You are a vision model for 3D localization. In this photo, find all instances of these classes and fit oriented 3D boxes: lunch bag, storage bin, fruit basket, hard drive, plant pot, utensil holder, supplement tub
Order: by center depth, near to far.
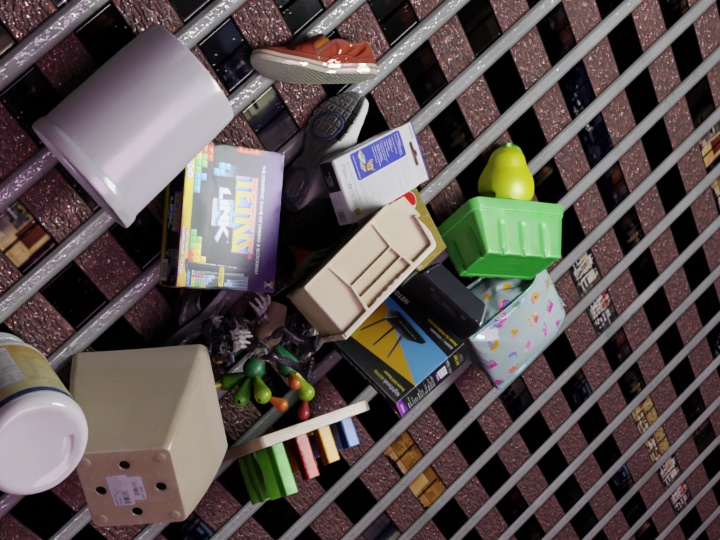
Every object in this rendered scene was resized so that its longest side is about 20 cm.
[{"bbox_3d":[-0.283,-0.184,1.425,0.200,0.169,0.171,-45,133,-12],"label":"utensil holder"},{"bbox_3d":[-0.453,0.181,1.471,0.143,0.200,0.146,-18,124,-28],"label":"supplement tub"},{"bbox_3d":[-0.305,0.244,1.582,0.196,0.178,0.202,-5,123,3],"label":"plant pot"},{"bbox_3d":[0.000,0.000,1.642,0.198,0.200,0.094,-44,93,-11],"label":"storage bin"},{"bbox_3d":[0.136,0.051,1.826,0.042,0.135,0.200,-47,179,-14],"label":"hard drive"},{"bbox_3d":[0.237,-0.101,1.911,0.213,0.218,0.155,-8,159,-34],"label":"fruit basket"},{"bbox_3d":[0.269,0.080,2.030,0.199,0.122,0.171,-39,131,-5],"label":"lunch bag"}]

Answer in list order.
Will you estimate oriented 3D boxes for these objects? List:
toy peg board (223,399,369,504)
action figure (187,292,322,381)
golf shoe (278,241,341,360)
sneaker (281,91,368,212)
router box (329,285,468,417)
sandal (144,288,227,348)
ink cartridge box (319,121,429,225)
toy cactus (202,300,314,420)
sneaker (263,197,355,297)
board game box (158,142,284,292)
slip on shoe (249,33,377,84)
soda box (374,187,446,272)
[{"bbox_3d":[-0.098,0.296,1.802,0.197,0.199,0.099,-15,83,-30],"label":"toy peg board"},{"bbox_3d":[-0.157,0.092,1.640,0.103,0.197,0.120,103,2,-50],"label":"action figure"},{"bbox_3d":[-0.068,0.042,1.792,0.094,0.077,0.203,5,110,-64],"label":"golf shoe"},{"bbox_3d":[-0.046,-0.175,1.688,0.087,0.074,0.202,15,111,-54],"label":"sneaker"},{"bbox_3d":[0.057,0.120,1.830,0.149,0.200,0.051,-40,141,-12],"label":"router box"},{"bbox_3d":[-0.251,0.050,1.647,0.201,0.075,0.048,-48,115,-6],"label":"sandal"},{"bbox_3d":[0.024,-0.146,1.672,0.199,0.037,0.096,-31,107,-44],"label":"ink cartridge box"},{"bbox_3d":[-0.151,0.132,1.727,0.102,0.197,0.167,90,20,-78],"label":"toy cactus"},{"bbox_3d":[-0.083,-0.042,1.704,0.200,0.093,0.070,-43,90,8],"label":"sneaker"},{"bbox_3d":[-0.193,-0.074,1.582,0.163,0.056,0.204,4,91,-38],"label":"board game box"},{"bbox_3d":[-0.067,-0.303,1.599,0.197,0.074,0.062,-4,82,-29],"label":"slip on shoe"},{"bbox_3d":[0.065,-0.093,1.811,0.068,0.064,0.201,-40,133,-10],"label":"soda box"}]
